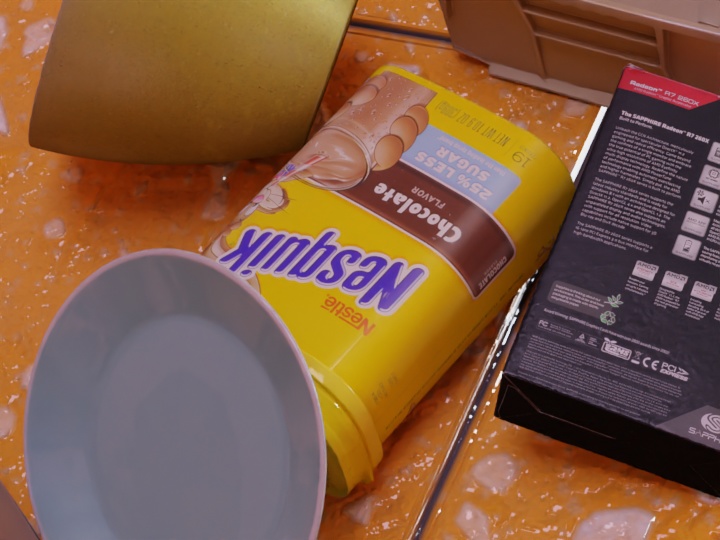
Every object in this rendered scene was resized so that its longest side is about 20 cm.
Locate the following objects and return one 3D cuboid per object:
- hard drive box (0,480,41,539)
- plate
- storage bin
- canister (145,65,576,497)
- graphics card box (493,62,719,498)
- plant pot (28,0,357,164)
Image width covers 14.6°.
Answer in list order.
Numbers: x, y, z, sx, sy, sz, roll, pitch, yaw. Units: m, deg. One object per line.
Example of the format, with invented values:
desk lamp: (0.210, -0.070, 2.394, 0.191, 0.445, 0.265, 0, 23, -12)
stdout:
hard drive box: (-0.285, 0.120, 1.446, 0.156, 0.077, 0.200, -41, 53, -15)
plate: (-0.088, 0.089, 1.377, 0.200, 0.026, 0.201, 2, 93, 38)
storage bin: (0.168, -0.191, 1.536, 0.198, 0.094, 0.200, 18, 61, 27)
canister: (0.000, 0.000, 1.447, 0.148, 0.087, 0.200, 29, 64, 32)
graphics card box: (0.157, 0.003, 1.399, 0.125, 0.051, 0.200, 19, 58, 7)
plant pot: (-0.080, -0.138, 1.529, 0.142, 0.200, 0.200, 20, 58, -2)
